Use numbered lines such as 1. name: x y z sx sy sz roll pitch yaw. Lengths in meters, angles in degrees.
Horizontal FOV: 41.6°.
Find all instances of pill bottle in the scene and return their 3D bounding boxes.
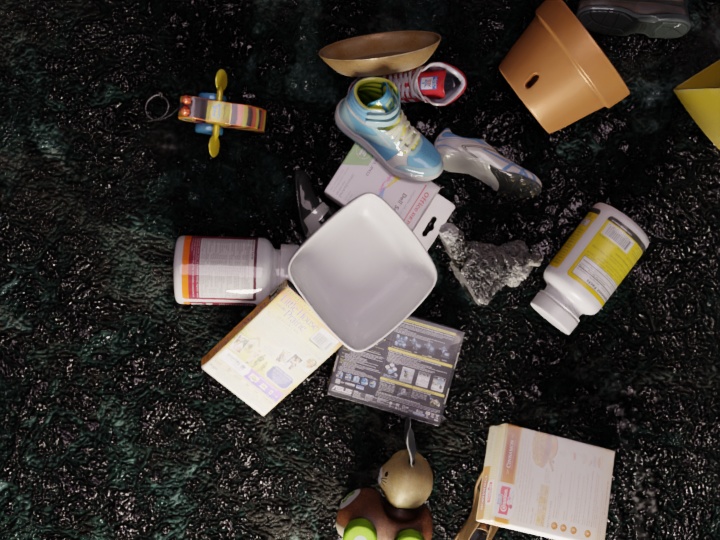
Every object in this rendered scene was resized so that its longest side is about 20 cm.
1. pill bottle: -0.198 0.001 1.531 0.196 0.110 0.112 2 90 -5
2. pill bottle: 0.369 0.000 1.547 0.111 0.111 0.201 39 89 -1

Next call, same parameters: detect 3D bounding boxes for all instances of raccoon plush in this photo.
1. raccoon plush: 0.215 -0.028 1.517 0.133 0.201 0.097 -34 58 -2

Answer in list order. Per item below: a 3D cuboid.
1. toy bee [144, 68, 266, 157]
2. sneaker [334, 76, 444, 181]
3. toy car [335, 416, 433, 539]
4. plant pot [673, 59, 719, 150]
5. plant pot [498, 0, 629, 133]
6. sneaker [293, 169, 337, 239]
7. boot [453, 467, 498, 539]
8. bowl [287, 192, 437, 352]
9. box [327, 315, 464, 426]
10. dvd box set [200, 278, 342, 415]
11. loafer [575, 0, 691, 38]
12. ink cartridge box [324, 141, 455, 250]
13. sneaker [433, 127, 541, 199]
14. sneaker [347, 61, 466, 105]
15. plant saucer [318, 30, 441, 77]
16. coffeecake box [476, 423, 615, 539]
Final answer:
1. toy bee: -0.252 -0.249 1.532 0.196 0.109 0.133 -15 92 -1
2. sneaker: 0.055 -0.221 1.470 0.198 0.131 0.080 31 68 -3
3. toy car: 0.052 0.338 1.505 0.155 0.164 0.204 12 95 -2
4. plant pot: 0.661 -0.264 1.522 0.198 0.200 0.178 -30 102 -1
5. plant pot: 0.315 -0.317 1.516 0.139 0.200 0.201 -38 91 16
6. sneaker: -0.054 -0.074 1.558 0.087 0.074 0.203 -17 100 -1
7. boot: 0.214 0.398 1.564 0.073 0.075 0.203 25 88 2
8. bowl: 0.000 0.000 1.493 0.199 0.075 0.201 -41 103 -5
9. box: 0.057 0.151 1.571 0.196 0.049 0.164 15 92 -1
10. dvd box set: -0.138 0.126 1.525 0.200 0.030 0.146 -43 117 13
11. loafer: 0.451 -0.432 1.577 0.196 0.072 0.064 6 70 -8
12. ink cartridge box: 0.052 -0.119 1.559 0.198 0.067 0.118 34 89 -1
13. sneaker: 0.214 -0.178 1.567 0.197 0.072 0.073 22 59 -9
14. sneaker: 0.077 -0.298 1.534 0.196 0.113 0.073 -9 102 -1
15. plant saucer: 0.032 -0.342 1.506 0.196 0.201 0.036 -8 114 -1
16. coffeecake box: 0.299 0.348 1.532 0.197 0.073 0.156 15 73 -11
